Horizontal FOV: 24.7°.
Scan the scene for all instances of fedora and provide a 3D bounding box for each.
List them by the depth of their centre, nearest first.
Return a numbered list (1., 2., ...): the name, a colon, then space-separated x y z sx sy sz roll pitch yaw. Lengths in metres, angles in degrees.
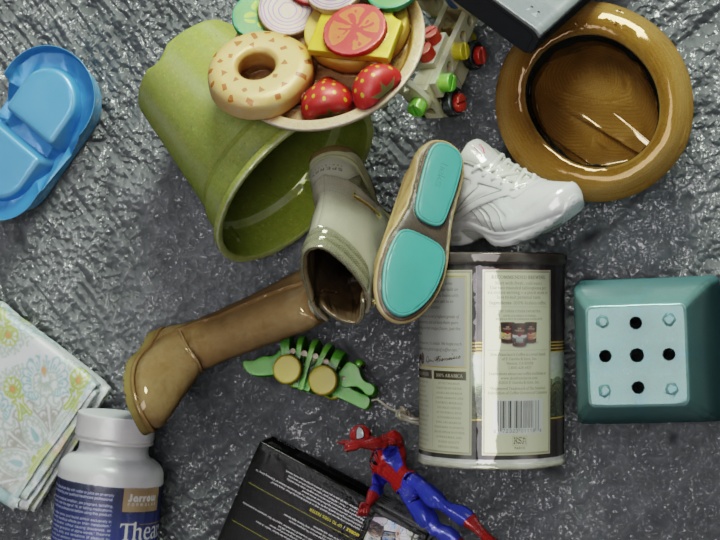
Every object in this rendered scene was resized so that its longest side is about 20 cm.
1. fedora: 0.231 -0.159 1.600 0.198 0.082 0.203 -2 84 19

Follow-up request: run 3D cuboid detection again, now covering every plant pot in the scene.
1. plant pot: 0.265 0.077 1.527 0.140 0.200 0.143 -2 89 13
2. plant pot: -0.119 -0.145 1.643 0.201 0.200 0.184 -47 68 8

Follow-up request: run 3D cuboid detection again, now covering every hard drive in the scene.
1. hard drive: 0.162 -0.299 1.577 0.139 0.200 0.033 37 139 11

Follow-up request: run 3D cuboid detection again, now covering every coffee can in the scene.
1. coffee can: 0.126 0.085 1.587 0.145 0.146 0.203 0 89 13

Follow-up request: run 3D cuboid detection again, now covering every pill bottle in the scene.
1. pill bottle: -0.261 0.248 1.696 0.110 0.111 0.203 6 91 13

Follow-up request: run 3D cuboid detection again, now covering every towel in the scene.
1. towel: -0.385 0.139 1.763 0.199 0.048 0.172 35 94 12

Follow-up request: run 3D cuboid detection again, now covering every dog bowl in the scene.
1. dog bowl: -0.353 -0.145 1.757 0.111 0.050 0.201 38 97 11

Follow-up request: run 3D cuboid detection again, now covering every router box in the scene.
1. router box: -0.041 0.281 1.672 0.199 0.051 0.150 27 97 13

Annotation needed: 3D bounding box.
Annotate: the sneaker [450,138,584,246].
1. sneaker: 0.130 -0.077 1.571 0.199 0.077 0.100 -5 106 53

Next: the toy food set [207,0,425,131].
1. toy food set: -0.036 -0.216 1.535 0.198 0.049 0.200 7 61 21

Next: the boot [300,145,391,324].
1. boot: 0.000 0.000 1.578 0.071 0.156 0.201 -15 130 19

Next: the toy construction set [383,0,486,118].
1. toy construction set: 0.063 -0.227 1.610 0.092 0.131 0.201 18 64 42

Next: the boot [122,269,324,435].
1. boot: -0.132 0.073 1.644 0.198 0.176 0.067 -21 117 15

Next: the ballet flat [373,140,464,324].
1. ballet flat: 0.051 -0.028 1.535 0.068 0.063 0.201 29 60 -14

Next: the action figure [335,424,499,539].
1. action figure: 0.038 0.222 1.595 0.200 0.098 0.066 46 127 33

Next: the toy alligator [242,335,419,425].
1. toy alligator: -0.022 0.105 1.667 0.198 0.059 0.055 16 85 13
